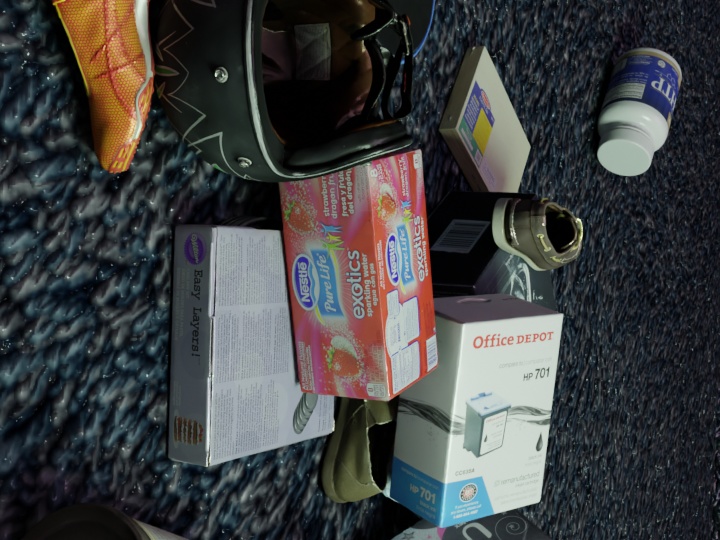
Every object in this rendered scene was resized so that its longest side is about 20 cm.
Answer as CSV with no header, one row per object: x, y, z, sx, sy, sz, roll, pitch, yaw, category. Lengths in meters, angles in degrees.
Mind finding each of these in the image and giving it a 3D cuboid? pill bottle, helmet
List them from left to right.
-0.062,-0.158,0.721,0.188,0.200,0.203,-8,103,-16,helmet
0.468,-0.266,1.632,0.120,0.118,0.202,54,49,-45,pill bottle

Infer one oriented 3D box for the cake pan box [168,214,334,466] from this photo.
-0.087,0.054,0.834,0.183,0.052,0.204,-4,97,-60,cake pan box

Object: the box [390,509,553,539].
0.097,0.338,1.009,0.198,0.132,0.116,-24,124,-25,box

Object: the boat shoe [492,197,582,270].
0.212,-0.041,1.071,0.199,0.059,0.073,16,77,-57,boat shoe

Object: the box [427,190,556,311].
0.135,0.042,1.125,0.200,0.122,0.199,-50,134,-44,box

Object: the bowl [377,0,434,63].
0.021,-0.306,0.977,0.200,0.039,0.204,-12,103,-59,bowl

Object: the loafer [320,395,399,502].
0.018,0.142,0.993,0.076,0.067,0.203,32,66,-54,loafer

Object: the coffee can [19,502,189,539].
-0.141,0.261,0.674,0.200,0.144,0.148,43,57,-51,coffee can

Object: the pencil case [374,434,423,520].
0.074,0.237,1.080,0.091,0.082,0.200,-57,140,-17,pencil case

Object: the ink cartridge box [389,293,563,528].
0.115,0.134,0.959,0.145,0.085,0.203,-3,105,-37,ink cartridge box

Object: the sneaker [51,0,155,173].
-0.181,-0.169,0.662,0.076,0.073,0.203,-4,105,-21,sneaker

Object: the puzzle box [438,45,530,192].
0.164,-0.170,1.239,0.200,0.025,0.134,53,50,-46,puzzle box

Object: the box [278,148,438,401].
0.000,0.000,0.835,0.099,0.094,0.203,-24,111,-57,box
